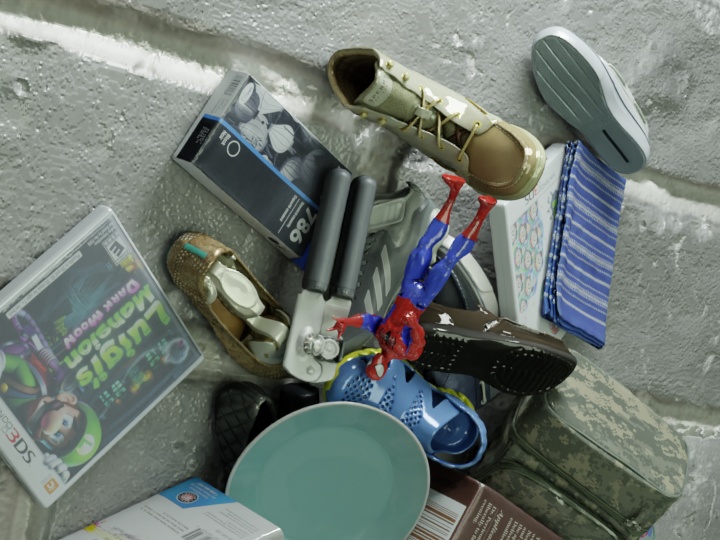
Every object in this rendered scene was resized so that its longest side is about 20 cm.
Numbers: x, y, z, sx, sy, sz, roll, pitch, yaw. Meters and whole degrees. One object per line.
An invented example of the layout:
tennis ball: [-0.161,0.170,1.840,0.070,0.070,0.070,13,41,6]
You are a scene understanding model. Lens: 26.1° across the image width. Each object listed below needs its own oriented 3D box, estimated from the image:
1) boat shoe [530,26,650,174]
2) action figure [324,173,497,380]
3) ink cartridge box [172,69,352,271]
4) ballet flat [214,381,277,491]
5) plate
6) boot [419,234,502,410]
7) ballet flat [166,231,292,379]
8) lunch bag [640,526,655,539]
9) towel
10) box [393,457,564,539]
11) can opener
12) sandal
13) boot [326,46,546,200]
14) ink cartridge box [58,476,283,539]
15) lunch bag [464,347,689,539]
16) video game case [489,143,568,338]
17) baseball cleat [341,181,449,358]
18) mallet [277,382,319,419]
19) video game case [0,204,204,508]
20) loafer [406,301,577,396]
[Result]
boat shoe: [0.246,-0.191,1.659,0.200,0.073,0.067,52,38,-31]
action figure: [0.042,0.013,1.397,0.099,0.065,0.201,-2,121,-60]
ink cartridge box: [-0.075,-0.086,1.430,0.200,0.039,0.100,41,75,-40]
ballet flat: [-0.095,0.198,1.479,0.066,0.057,0.202,-29,119,-29]
plate: [-0.032,0.206,1.467,0.198,0.026,0.202,-6,116,-12]
boot: [0.094,0.066,1.591,0.090,0.073,0.201,-38,121,-23]
ballet flat: [-0.103,0.042,1.424,0.071,0.065,0.200,-56,130,-14]
lunch bag: [0.249,0.324,1.790,0.200,0.077,0.161,-42,127,-23]
towel: [0.247,-0.025,1.682,0.144,0.024,0.202,27,70,-54]
box: [0.087,0.300,1.589,0.200,0.164,0.167,39,77,-40]
can opener: [-0.033,0.007,1.435,0.052,0.066,0.202,13,89,-20]
sandal: [0.052,0.137,1.491,0.199,0.087,0.080,22,103,-34]
boot: [0.066,-0.138,1.429,0.154,0.200,0.072,26,98,-40]
ink cartridge box: [-0.181,0.305,1.379,0.199,0.146,0.147,-21,116,-33]
lunch bag: [0.231,0.212,1.654,0.199,0.168,0.140,35,33,-4]
video game case: [0.188,-0.010,1.636,0.182,0.023,0.202,-41,129,-53]
baseball cleat: [0.000,0.000,1.508,0.107,0.070,0.200,47,69,-23]
mallet: [0.008,0.130,1.535,0.198,0.041,0.067,-11,111,-24]
video game case: [-0.248,0.075,1.340,0.200,0.023,0.183,-44,126,-22]
loafer: [0.129,0.066,1.532,0.199,0.072,0.073,17,132,-29]
